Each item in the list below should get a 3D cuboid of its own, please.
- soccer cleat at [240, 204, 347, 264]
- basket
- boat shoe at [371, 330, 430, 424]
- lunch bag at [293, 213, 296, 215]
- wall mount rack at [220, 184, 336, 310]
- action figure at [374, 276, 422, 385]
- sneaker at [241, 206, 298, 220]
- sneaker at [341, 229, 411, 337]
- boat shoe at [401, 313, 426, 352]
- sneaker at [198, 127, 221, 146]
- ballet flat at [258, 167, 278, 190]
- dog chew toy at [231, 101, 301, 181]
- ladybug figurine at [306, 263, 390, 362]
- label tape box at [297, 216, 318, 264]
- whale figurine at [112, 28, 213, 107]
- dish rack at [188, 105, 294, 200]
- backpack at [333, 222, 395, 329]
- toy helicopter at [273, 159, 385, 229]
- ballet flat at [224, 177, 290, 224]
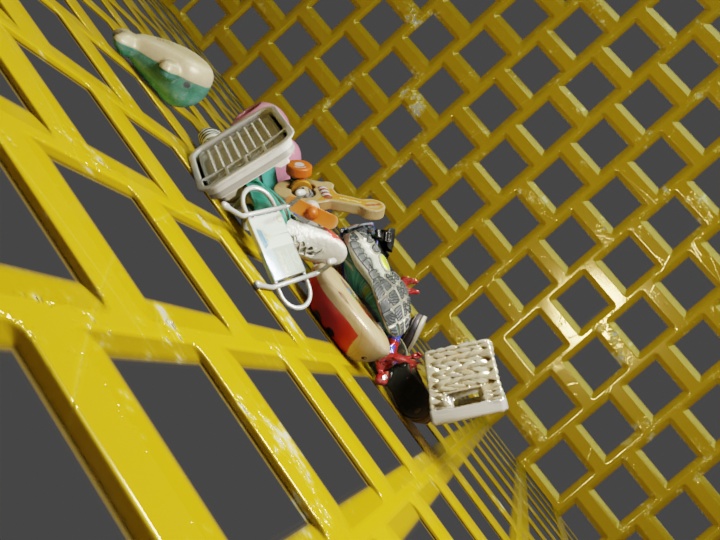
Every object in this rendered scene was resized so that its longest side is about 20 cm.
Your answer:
[{"bbox_3d":[-0.114,-0.055,1.330,0.197,0.070,0.086,27,20,-11],"label":"soccer cleat"},{"bbox_3d":[0.183,0.194,1.391,0.200,0.132,0.127,37,41,-78],"label":"basket"},{"bbox_3d":[0.077,0.203,1.460,0.074,0.075,0.202,53,9,-49],"label":"boat shoe"},{"bbox_3d":[-0.212,-0.201,1.754,0.151,0.094,0.200,46,-3,-29],"label":"lunch bag"},{"bbox_3d":[-0.126,-0.041,1.132,0.172,0.074,0.204,-18,80,-46],"label":"wall mount rack"},{"bbox_3d":[0.086,0.119,1.413,0.097,0.203,0.066,15,-25,18],"label":"action figure"},{"bbox_3d":[-0.189,-0.129,1.484,0.202,0.073,0.081,56,-9,-31],"label":"sneaker"},{"bbox_3d":[0.023,0.026,1.391,0.077,0.079,0.203,-22,81,-39],"label":"sneaker"},{"bbox_3d":[0.072,0.135,1.553,0.062,0.073,0.201,33,-33,2],"label":"boat shoe"},{"bbox_3d":[-0.237,-0.210,1.517,0.200,0.075,0.116,43,10,-49],"label":"sneaker"},{"bbox_3d":[-0.175,-0.131,1.407,0.072,0.070,0.205,-120,-161,-70],"label":"ballet flat"},{"bbox_3d":[-0.175,-0.232,1.582,0.203,0.123,0.125,60,0,-22],"label":"dog chew toy"},{"bbox_3d":[-0.029,0.076,1.330,0.201,0.072,0.136,53,4,19],"label":"ladybug figurine"},{"bbox_3d":[-0.086,-0.052,1.910,0.201,0.063,0.144,52,5,19],"label":"label tape box"},{"bbox_3d":[-0.377,-0.378,1.481,0.197,0.105,0.160,20,19,-28],"label":"whale figurine"},{"bbox_3d":[-0.184,-0.182,1.244,0.044,0.169,0.201,59,-2,-32],"label":"dish rack"},{"bbox_3d":[0.000,0.000,1.534,0.191,0.150,0.205,-77,164,-72],"label":"backpack"},{"bbox_3d":[-0.055,-0.117,1.346,0.195,0.081,0.133,12,28,5],"label":"toy helicopter"},{"bbox_3d":[-0.184,-0.125,1.276,0.200,0.069,0.068,47,-25,44],"label":"ballet flat"}]
